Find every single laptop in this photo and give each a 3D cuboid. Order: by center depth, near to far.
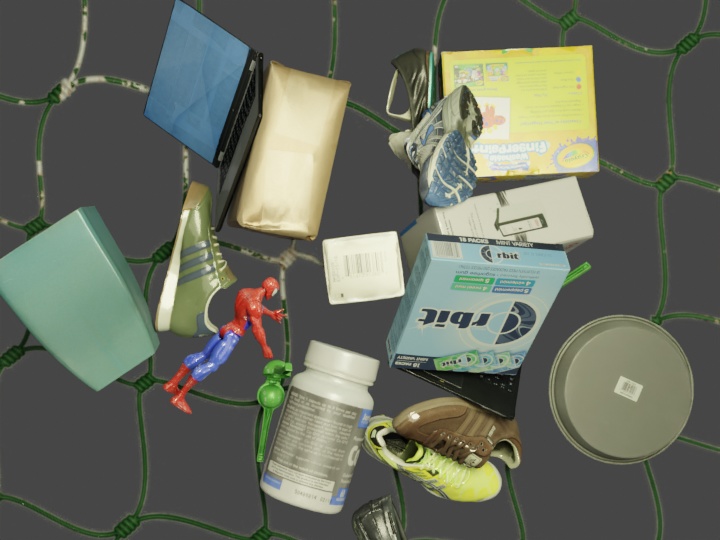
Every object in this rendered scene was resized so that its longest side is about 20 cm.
[{"bbox_3d":[-0.199,-0.191,1.377,0.115,0.201,0.188,12,132,-16],"label":"laptop"},{"bbox_3d":[0.149,0.066,1.452,0.176,0.200,0.104,24,124,-1],"label":"laptop"}]

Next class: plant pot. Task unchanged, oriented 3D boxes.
[{"bbox_3d":[-0.349,0.042,1.415,0.141,0.141,0.201,-33,96,-3],"label":"plant pot"}]

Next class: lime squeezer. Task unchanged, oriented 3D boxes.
[{"bbox_3d":[-0.108,0.162,1.437,0.037,0.201,0.071,-4,49,-24],"label":"lime squeezer"},{"bbox_3d":[0.223,0.022,1.449,0.038,0.199,0.071,31,113,37],"label":"lime squeezer"}]

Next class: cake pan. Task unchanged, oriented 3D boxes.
[{"bbox_3d":[0.352,0.160,1.493,0.198,0.037,0.202,0,88,-3],"label":"cake pan"}]

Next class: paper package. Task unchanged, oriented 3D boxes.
[{"bbox_3d":[-0.096,-0.142,1.402,0.103,0.191,0.202,12,89,-12],"label":"paper package"}]

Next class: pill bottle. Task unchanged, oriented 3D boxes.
[{"bbox_3d":[-0.048,0.198,1.434,0.113,0.114,0.201,17,88,-2],"label":"pill bottle"}]

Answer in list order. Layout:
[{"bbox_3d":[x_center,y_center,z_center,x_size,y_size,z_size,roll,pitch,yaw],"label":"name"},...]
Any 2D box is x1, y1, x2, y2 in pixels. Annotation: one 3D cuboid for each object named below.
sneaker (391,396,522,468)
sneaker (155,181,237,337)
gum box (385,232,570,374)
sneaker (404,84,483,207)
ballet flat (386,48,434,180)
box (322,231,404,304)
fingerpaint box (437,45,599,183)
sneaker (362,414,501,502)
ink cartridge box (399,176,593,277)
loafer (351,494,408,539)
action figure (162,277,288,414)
[{"bbox_3d":[0.132,0.210,1.417,0.199,0.070,0.076,7,51,-35],"label":"sneaker"},{"bbox_3d":[-0.202,-0.008,1.458,0.089,0.067,0.202,14,93,-3],"label":"sneaker"},{"bbox_3d":[0.135,0.045,1.337,0.169,0.201,0.045,4,48,-14],"label":"gum box"},{"bbox_3d":[0.094,-0.140,1.370,0.085,0.201,0.077,-18,124,31],"label":"sneaker"},{"bbox_3d":[0.070,-0.193,1.480,0.068,0.068,0.202,-5,78,7],"label":"ballet flat"},{"bbox_3d":[0.000,0.000,1.399,0.094,0.200,0.078,-7,89,-4],"label":"box"},{"bbox_3d":[0.206,-0.203,1.477,0.198,0.073,0.168,-3,88,-1],"label":"fingerpaint box"},{"bbox_3d":[0.091,0.253,1.459,0.199,0.076,0.076,21,86,-3],"label":"sneaker"},{"bbox_3d":[0.169,-0.045,1.413,0.199,0.146,0.085,-13,81,-18],"label":"ink cartridge box"},{"bbox_3d":[0.062,0.388,1.457,0.070,0.068,0.201,-31,87,6],"label":"loafer"},{"bbox_3d":[-0.155,0.100,1.442,0.099,0.065,0.200,34,96,-35],"label":"action figure"}]
